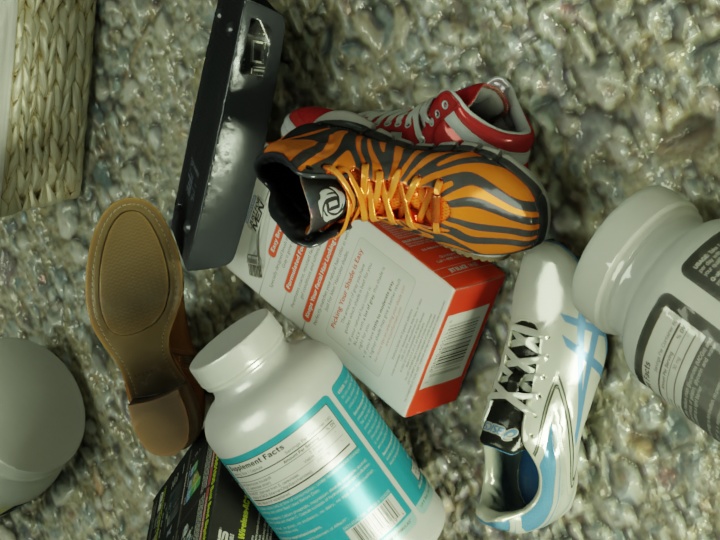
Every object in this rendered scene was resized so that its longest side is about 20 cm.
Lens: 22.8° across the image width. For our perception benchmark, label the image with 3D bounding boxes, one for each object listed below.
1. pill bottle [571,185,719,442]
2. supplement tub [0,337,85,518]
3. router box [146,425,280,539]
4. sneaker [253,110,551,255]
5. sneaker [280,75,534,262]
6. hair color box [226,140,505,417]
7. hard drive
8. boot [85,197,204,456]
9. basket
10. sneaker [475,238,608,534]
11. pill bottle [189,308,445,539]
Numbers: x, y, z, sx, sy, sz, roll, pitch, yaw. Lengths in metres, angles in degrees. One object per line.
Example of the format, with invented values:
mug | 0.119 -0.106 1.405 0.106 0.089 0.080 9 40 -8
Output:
pill bottle | 0.227 0.041 1.047 0.200 0.116 0.117 40 122 31
supplement tub | -0.347 0.152 1.572 0.200 0.144 0.146 -31 76 41
router box | -0.113 0.208 1.347 0.150 0.062 0.201 -55 19 35
sneaker | 0.016 -0.042 1.145 0.199 0.112 0.078 16 118 31
sneaker | 0.035 -0.098 1.228 0.199 0.071 0.113 29 120 27
hair color box | 0.000 0.000 1.284 0.200 0.064 0.111 38 123 30
hard drive | -0.099 -0.109 1.325 0.135 0.042 0.201 -125 47 -70
boot | -0.163 0.040 1.386 0.073 0.155 0.202 -6 96 0
basket | -0.307 -0.155 1.496 0.135 0.123 0.202 21 112 38
sneaker | 0.116 0.080 1.186 0.072 0.072 0.202 16 106 41
pill bottle | -0.035 0.127 1.260 0.110 0.111 0.201 -24 106 42
